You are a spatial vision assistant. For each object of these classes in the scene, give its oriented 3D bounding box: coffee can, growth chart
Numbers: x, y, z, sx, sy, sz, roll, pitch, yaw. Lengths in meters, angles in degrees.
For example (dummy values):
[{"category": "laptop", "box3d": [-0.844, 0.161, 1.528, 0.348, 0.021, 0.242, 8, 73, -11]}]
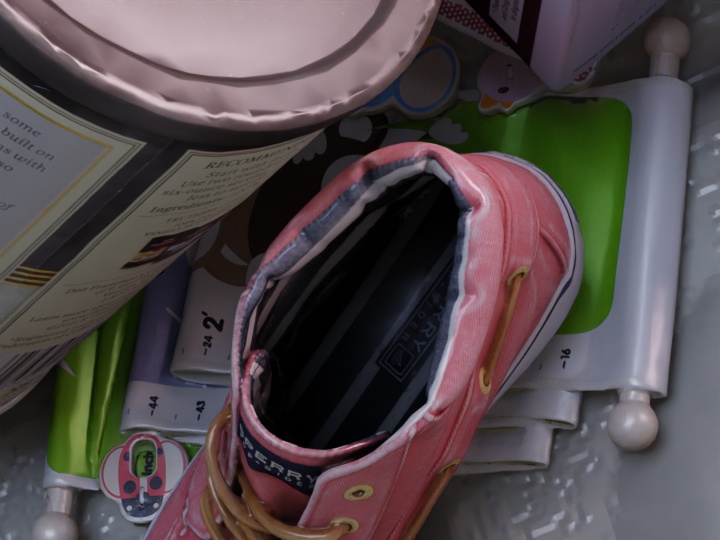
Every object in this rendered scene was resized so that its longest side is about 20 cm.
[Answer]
[{"category": "coffee can", "box3d": [-0.092, -0.058, 0.712, 0.200, 0.146, 0.147, -38, 51, 49]}, {"category": "growth chart", "box3d": [0.000, 0.000, 0.797, 0.199, 0.018, 0.145, -10, 65, 19]}]

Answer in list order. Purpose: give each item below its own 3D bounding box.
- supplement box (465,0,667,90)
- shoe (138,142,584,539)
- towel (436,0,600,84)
[{"category": "supplement box", "box3d": [0.009, -0.152, 0.737, 0.061, 0.109, 0.200, -40, 77, -14]}, {"category": "shoe", "box3d": [-0.019, 0.054, 0.721, 0.071, 0.091, 0.200, 36, 98, 17]}, {"category": "towel", "box3d": [0.046, -0.163, 0.811, 0.146, 0.030, 0.200, 27, 77, 10]}]
